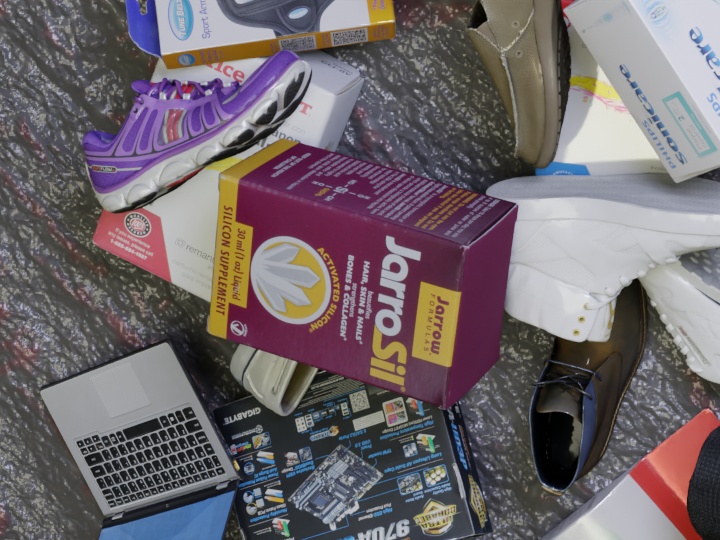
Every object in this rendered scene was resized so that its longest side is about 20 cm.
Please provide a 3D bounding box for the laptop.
[{"bbox_3d":[-0.198,0.186,1.621,0.186,0.116,0.201,-21,99,44],"label":"laptop"}]

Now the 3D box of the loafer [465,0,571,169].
[{"bbox_3d":[0.109,-0.165,1.396,0.067,0.076,0.202,1,121,13],"label":"loafer"}]

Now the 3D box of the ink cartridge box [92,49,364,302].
[{"bbox_3d":[-0.105,-0.088,1.563,0.144,0.083,0.201,26,111,7],"label":"ink cartridge box"}]

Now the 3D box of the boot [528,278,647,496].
[{"bbox_3d":[0.173,0.074,1.522,0.074,0.097,0.202,11,109,13],"label":"boot"}]

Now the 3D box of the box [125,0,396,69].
[{"bbox_3d":[-0.078,-0.220,1.486,0.198,0.042,0.120,-8,77,-2],"label":"box"}]

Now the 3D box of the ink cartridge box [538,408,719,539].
[{"bbox_3d":[0.247,0.232,1.574,0.200,0.050,0.161,-42,92,24],"label":"ink cartridge box"}]

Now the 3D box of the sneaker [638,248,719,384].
[{"bbox_3d":[0.258,0.035,1.498,0.199,0.076,0.081,39,120,1],"label":"sneaker"}]

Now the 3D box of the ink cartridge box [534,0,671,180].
[{"bbox_3d":[0.193,-0.142,1.468,0.115,0.067,0.202,6,108,15],"label":"ink cartridge box"}]

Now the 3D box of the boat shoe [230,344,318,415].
[{"bbox_3d":[-0.018,0.030,1.556,0.086,0.074,0.203,43,104,27],"label":"boat shoe"}]

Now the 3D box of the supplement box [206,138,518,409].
[{"bbox_3d":[0.000,0.000,1.444,0.198,0.103,0.132,16,115,21],"label":"supplement box"}]

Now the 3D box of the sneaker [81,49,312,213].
[{"bbox_3d":[-0.127,-0.114,1.477,0.199,0.081,0.084,-27,91,22],"label":"sneaker"}]

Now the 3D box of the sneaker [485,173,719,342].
[{"bbox_3d":[0.191,-0.005,1.441,0.198,0.074,0.117,3,112,27],"label":"sneaker"}]

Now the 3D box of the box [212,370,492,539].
[{"bbox_3d":[-0.009,0.159,1.599,0.198,0.046,0.160,-20,77,20],"label":"box"}]

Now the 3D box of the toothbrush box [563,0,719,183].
[{"bbox_3d":[0.262,-0.178,1.370,0.199,0.085,0.147,-35,95,-21],"label":"toothbrush box"}]

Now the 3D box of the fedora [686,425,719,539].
[{"bbox_3d":[0.304,0.166,1.481,0.091,0.200,0.203,13,111,38],"label":"fedora"}]
